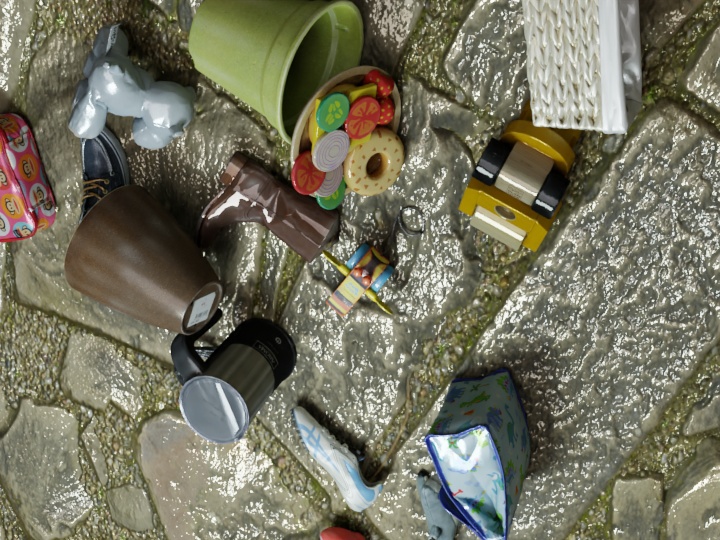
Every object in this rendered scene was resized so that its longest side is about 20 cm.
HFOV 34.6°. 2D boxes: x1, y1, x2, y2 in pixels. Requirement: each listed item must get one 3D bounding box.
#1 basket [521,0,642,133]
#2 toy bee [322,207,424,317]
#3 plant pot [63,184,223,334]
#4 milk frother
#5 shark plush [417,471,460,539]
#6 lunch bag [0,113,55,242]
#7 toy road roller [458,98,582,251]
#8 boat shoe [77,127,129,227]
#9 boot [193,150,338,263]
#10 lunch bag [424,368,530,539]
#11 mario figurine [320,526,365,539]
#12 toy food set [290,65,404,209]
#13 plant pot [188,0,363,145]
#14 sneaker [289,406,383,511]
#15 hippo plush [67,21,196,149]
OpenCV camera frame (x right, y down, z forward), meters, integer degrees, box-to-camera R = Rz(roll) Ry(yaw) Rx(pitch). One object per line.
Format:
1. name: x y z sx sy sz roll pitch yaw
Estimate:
1. basket: 0.274 -0.280 1.419 0.121 0.136 0.203 1 114 24
2. toy bee: 0.000 0.000 1.679 0.129 0.109 0.202 23 121 12
3. plant pot: -0.308 0.004 1.734 0.199 0.186 0.189 34 123 19
4. milk frother: -0.229 0.182 1.810 0.179 0.188 0.201 33 122 5
5. shark plush: 0.115 0.407 1.838 0.089 0.083 0.203 14 118 15
6. lunch bag: -0.598 -0.147 1.872 0.174 0.082 0.203 -6 110 28
7. toy road roller: 0.222 -0.132 1.537 0.122 0.147 0.200 29 159 6
8. boat shoe: -0.404 -0.121 1.794 0.070 0.091 0.203 -3 113 23
9. boot: -0.139 -0.058 1.740 0.198 0.064 0.188 32 124 0
10. lunch bag: 0.185 0.277 1.697 0.126 0.170 0.202 -15 110 27
11. mario figurine: -0.033 0.525 1.943 0.122 0.106 0.203 -8 112 27
12. toy food set: -0.016 -0.178 1.558 0.049 0.196 0.203 38 135 36
13. plant pot: -0.123 -0.298 1.555 0.182 0.200 0.203 27 122 21
14. sneaker: -0.041 0.295 1.867 0.072 0.072 0.201 -39 89 -3
15. hippo plush: -0.320 -0.267 1.686 0.159 0.161 0.200 20 142 -23
